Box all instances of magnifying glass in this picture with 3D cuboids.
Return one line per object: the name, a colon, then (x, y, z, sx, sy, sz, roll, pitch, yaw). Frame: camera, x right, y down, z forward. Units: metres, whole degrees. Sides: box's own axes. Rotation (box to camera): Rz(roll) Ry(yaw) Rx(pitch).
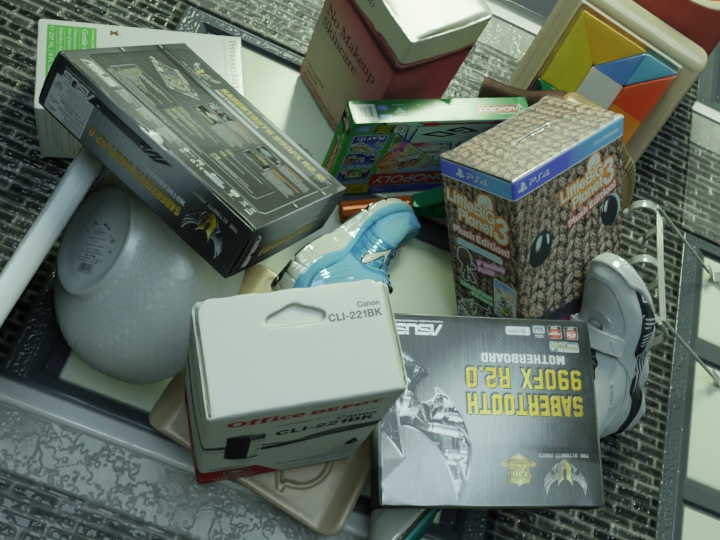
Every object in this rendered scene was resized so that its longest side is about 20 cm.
magnifying glass: (0.074, -0.073, 0.879, 0.195, 0.080, 0.023, -8, 71, -10)

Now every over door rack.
over door rack: (0.354, 0.033, 0.914, 0.198, 0.066, 0.151, 27, 59, -31)

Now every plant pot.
plant pot: (0.371, -0.322, 1.021, 0.196, 0.178, 0.205, 7, 65, -16)

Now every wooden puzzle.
wooden puzzle: (-0.067, 0.117, 0.760, 0.197, 0.046, 0.187, 30, 61, 2)
wooden puzzle: (0.275, -0.213, 0.953, 0.183, 0.202, 0.037, 32, 18, -1)

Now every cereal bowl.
cereal bowl: (-0.191, -0.013, 0.683, 0.083, 0.197, 0.205, 32, 51, -49)

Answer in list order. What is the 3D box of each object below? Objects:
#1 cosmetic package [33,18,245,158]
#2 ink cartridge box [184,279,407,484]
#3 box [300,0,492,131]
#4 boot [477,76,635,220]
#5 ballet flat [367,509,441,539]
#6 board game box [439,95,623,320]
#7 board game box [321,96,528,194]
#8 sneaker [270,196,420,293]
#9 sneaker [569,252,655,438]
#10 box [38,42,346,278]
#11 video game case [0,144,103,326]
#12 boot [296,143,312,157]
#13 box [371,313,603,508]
cosmetic package: (-0.217, -0.174, 0.814, 0.195, 0.085, 0.110, -2, 65, -17)
ink cartridge box: (-0.059, 0.093, 0.632, 0.141, 0.201, 0.085, -7, 65, -16)
box: (0.029, -0.237, 0.856, 0.108, 0.200, 0.129, -25, 75, -27)
boot: (0.223, -0.130, 0.932, 0.165, 0.201, 0.073, 26, 66, 36)
ballet flat: (0.055, 0.205, 0.754, 0.199, 0.070, 0.070, -37, 82, -31)
board game box: (0.175, -0.043, 0.813, 0.158, 0.204, 0.096, -30, 37, -27)
board game box: (0.064, -0.129, 0.858, 0.195, 0.135, 0.030, -6, 65, -20)
sneaker: (0.000, 0.000, 0.802, 0.090, 0.078, 0.199, 51, 47, 4)
sneaker: (0.223, 0.091, 0.794, 0.113, 0.204, 0.075, -24, 31, -28)
box: (-0.124, -0.096, 0.641, 0.199, 0.049, 0.158, 42, 27, 7)
video game case: (-0.273, -0.013, 0.670, 0.023, 0.181, 0.203, 34, 60, -20)
boot: (-0.129, -0.036, 0.754, 0.068, 0.131, 0.200, 41, 61, 3)
box: (0.106, 0.124, 0.712, 0.195, 0.048, 0.162, 4, 71, -9)
